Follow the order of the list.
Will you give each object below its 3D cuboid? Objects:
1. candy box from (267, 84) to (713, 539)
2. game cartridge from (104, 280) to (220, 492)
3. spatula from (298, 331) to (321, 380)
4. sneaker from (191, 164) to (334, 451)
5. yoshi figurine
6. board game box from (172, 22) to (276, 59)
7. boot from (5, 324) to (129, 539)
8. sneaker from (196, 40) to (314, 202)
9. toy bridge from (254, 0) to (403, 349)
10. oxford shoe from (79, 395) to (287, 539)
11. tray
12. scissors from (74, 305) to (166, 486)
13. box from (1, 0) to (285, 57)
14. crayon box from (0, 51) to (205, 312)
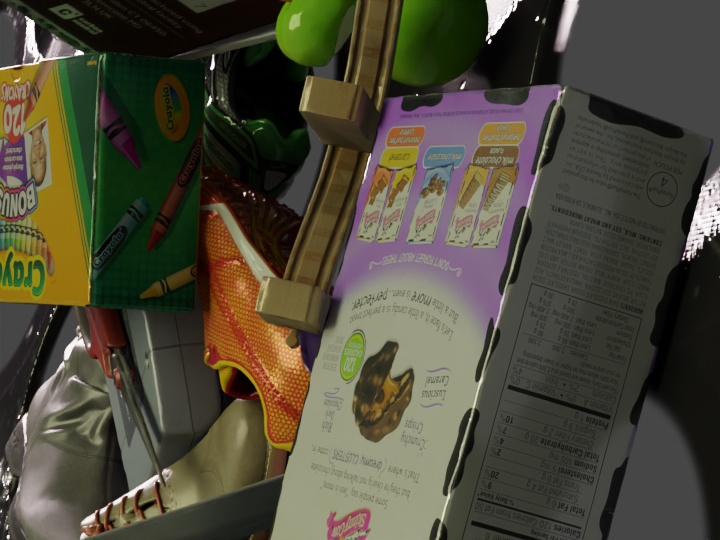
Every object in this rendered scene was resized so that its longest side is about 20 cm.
[{"bbox_3d":[0.045,0.035,1.028,0.168,0.071,0.201,7,81,68],"label":"candy box"},{"bbox_3d":[-0.112,0.014,1.366,0.133,0.041,0.201,120,141,-58],"label":"game cartridge"},{"bbox_3d":[0.000,0.000,1.183,0.021,0.056,0.200,-38,25,30],"label":"spatula"},{"bbox_3d":[-0.055,0.013,1.249,0.077,0.073,0.200,-55,34,19],"label":"sneaker"},{"bbox_3d":[0.043,-0.166,1.181,0.112,0.112,0.201,35,95,25],"label":"yoshi figurine"},{"bbox_3d":[-0.039,-0.196,1.343,0.199,0.026,0.201,-9,60,44],"label":"board game box"},{"bbox_3d":[-0.142,0.085,1.451,0.132,0.070,0.200,-61,29,16],"label":"boot"},{"bbox_3d":[-0.056,-0.117,1.389,0.085,0.078,0.201,-42,47,41],"label":"sneaker"},{"bbox_3d":[-0.007,-0.065,1.118,0.067,0.027,0.201,51,-128,-77],"label":"toy bridge"},{"bbox_3d":[-0.097,0.133,1.292,0.200,0.074,0.071,-60,25,31],"label":"oxford shoe"},{"bbox_3d":[-0.085,0.117,1.153,0.107,0.199,0.022,-28,79,61],"label":"tray"},{"bbox_3d":[-0.122,0.052,1.337,0.073,0.014,0.201,104,154,-45],"label":"scissors"},{"bbox_3d":[-0.100,-0.233,1.278,0.164,0.166,0.201,-14,55,40],"label":"box"},{"bbox_3d":[-0.147,-0.041,1.303,0.200,0.058,0.120,0,88,60],"label":"crayon box"}]
